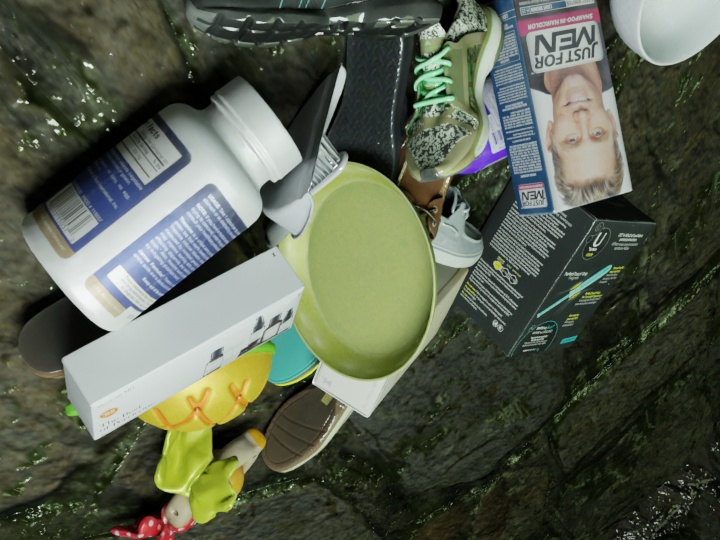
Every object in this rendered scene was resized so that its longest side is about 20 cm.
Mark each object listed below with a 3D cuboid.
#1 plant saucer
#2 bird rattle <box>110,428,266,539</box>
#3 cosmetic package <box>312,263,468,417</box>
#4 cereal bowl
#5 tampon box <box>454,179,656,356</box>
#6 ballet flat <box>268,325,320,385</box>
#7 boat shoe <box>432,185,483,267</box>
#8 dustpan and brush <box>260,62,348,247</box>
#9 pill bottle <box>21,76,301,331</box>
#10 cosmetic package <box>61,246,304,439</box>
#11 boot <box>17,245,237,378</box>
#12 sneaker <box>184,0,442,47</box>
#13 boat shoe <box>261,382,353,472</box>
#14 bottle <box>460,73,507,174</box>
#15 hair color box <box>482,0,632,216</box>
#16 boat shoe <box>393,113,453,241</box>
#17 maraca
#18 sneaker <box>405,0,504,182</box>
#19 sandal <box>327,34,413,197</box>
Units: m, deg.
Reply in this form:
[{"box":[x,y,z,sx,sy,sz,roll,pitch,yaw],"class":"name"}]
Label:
[{"box":[0.000,0.000,0.858,0.031,0.200,0.201,-13,137,-44],"class":"plant saucer"},{"box":[-0.177,0.256,1.062,0.163,0.112,0.201,-29,151,-50],"class":"bird rattle"},{"box":[0.036,0.056,1.004,0.200,0.073,0.104,-44,161,-55],"class":"cosmetic package"},{"box":[0.324,-0.314,0.945,0.199,0.083,0.201,-28,145,-22],"class":"cereal bowl"},{"box":[0.230,-0.016,1.147,0.149,0.126,0.201,-1,128,-47],"class":"tampon box"},{"box":[-0.033,0.040,1.000,0.201,0.067,0.067,-56,166,17],"class":"ballet flat"},{"box":[0.082,-0.056,0.998,0.200,0.070,0.072,13,122,-49],"class":"boat shoe"},{"box":[-0.056,-0.071,0.824,0.057,0.140,0.200,26,147,-22],"class":"dustpan and brush"},{"box":[-0.147,-0.056,0.719,0.200,0.111,0.111,-39,147,-5],"class":"pill bottle"},{"box":[-0.144,0.060,0.778,0.199,0.051,0.083,-30,160,-25],"class":"cosmetic package"},{"box":[-0.201,0.032,0.823,0.199,0.074,0.076,-28,168,-20],"class":"boot"},{"box":[-0.037,-0.214,0.706,0.199,0.075,0.080,-9,93,-22],"class":"sneaker"},{"box":[-0.037,0.164,1.133,0.200,0.072,0.076,-47,159,7],"class":"boat shoe"},{"box":[0.163,-0.168,0.943,0.199,0.084,0.065,-28,179,-23],"class":"bottle"},{"box":[0.184,-0.160,0.881,0.099,0.060,0.202,-16,98,-25],"class":"hair color box"},{"box":[0.050,-0.054,0.886,0.071,0.068,0.201,8,118,-20],"class":"boat shoe"},{"box":[-0.173,0.100,0.873,0.199,0.108,0.137,-13,163,-28],"class":"maraca"},{"box":[0.064,-0.166,0.791,0.076,0.201,0.089,-8,146,32],"class":"sneaker"},{"box":[0.017,-0.143,0.834,0.048,0.075,0.201,-37,152,-42],"class":"sandal"}]
